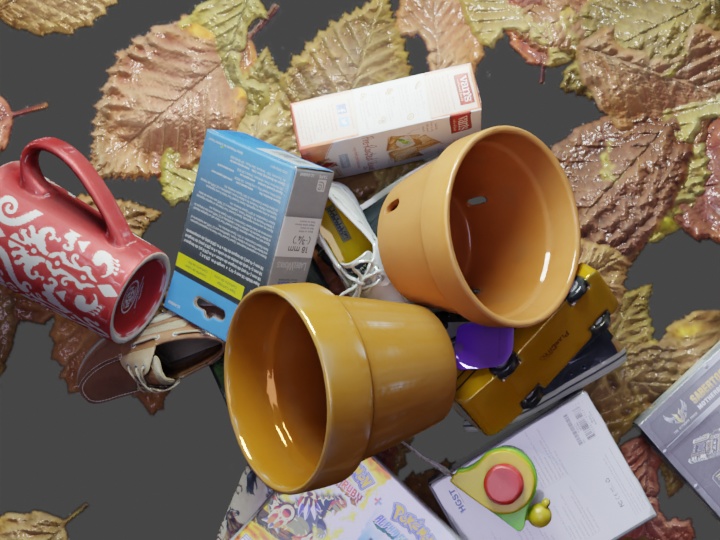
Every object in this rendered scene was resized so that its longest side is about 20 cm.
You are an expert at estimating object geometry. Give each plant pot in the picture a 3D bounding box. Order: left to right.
[{"bbox_3d":[-0.011,0.107,1.505,0.181,0.199,0.203,-7,87,-34],"label":"plant pot"},{"bbox_3d":[0.110,-0.037,1.551,0.198,0.139,0.203,7,79,-41],"label":"plant pot"}]

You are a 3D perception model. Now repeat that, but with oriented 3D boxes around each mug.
[{"bbox_3d":[-0.314,-0.026,1.599,0.199,0.178,0.134,29,59,17],"label":"mug"}]

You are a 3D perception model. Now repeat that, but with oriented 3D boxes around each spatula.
[{"bbox_3d":[0.074,0.095,1.590,0.198,0.020,0.057,-20,52,34],"label":"spatula"}]

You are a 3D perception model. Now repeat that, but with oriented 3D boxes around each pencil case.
[{"bbox_3d":[-0.091,0.241,1.649,0.077,0.089,0.202,21,87,46],"label":"pencil case"}]

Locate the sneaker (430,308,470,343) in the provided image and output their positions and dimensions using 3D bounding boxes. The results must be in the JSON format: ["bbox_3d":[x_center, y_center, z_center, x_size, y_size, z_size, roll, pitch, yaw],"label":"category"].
[{"bbox_3d":[0.091,0.068,1.654,0.198,0.066,0.092,-18,90,4],"label":"sneaker"}]

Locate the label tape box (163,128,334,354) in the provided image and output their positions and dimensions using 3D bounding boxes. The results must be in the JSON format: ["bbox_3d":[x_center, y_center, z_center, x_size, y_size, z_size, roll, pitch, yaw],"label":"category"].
[{"bbox_3d":[-0.120,-0.032,1.594,0.143,0.063,0.202,26,106,39],"label":"label tape box"}]

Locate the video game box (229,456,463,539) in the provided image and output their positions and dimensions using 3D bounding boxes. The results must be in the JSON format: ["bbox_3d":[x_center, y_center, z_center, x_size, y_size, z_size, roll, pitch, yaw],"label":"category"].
[{"bbox_3d":[-0.013,0.293,1.583,0.200,0.047,0.182,42,86,2],"label":"video game box"}]

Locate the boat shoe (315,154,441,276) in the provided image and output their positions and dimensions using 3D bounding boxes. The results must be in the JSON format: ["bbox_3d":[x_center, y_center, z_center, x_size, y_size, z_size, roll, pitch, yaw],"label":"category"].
[{"bbox_3d":[0.039,-0.061,1.657,0.198,0.075,0.067,-32,89,1],"label":"boat shoe"}]

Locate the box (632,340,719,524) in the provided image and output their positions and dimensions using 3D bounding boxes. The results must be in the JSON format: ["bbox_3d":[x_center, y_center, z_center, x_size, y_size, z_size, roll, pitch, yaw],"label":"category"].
[{"bbox_3d":[0.422,0.160,1.646,0.200,0.048,0.159,-43,86,0],"label":"box"}]

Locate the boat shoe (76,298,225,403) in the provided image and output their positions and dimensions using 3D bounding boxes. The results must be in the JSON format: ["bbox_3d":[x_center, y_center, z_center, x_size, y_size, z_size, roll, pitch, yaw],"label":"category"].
[{"bbox_3d":[-0.226,0.095,1.642,0.199,0.072,0.076,-29,125,16],"label":"boat shoe"}]

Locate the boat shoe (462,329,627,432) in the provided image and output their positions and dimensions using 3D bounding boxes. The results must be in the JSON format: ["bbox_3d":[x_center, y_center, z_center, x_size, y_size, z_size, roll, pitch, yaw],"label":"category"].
[{"bbox_3d":[0.195,0.117,1.646,0.198,0.075,0.063,-28,88,-5],"label":"boat shoe"}]

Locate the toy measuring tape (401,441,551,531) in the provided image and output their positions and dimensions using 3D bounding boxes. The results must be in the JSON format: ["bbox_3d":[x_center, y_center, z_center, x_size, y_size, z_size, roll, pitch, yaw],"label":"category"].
[{"bbox_3d":[0.120,0.197,1.574,0.199,0.074,0.074,35,90,8],"label":"toy measuring tape"}]

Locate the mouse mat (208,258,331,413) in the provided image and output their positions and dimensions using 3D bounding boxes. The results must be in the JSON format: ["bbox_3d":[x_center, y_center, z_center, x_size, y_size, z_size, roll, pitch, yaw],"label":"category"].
[{"bbox_3d":[-0.085,0.092,1.647,0.160,0.008,0.201,-30,62,1],"label":"mouse mat"}]

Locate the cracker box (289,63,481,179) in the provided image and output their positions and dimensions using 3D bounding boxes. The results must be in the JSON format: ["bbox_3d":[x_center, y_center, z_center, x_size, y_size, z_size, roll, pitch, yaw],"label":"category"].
[{"bbox_3d":[0.031,-0.156,1.627,0.197,0.134,0.058,-13,77,2],"label":"cracker box"}]

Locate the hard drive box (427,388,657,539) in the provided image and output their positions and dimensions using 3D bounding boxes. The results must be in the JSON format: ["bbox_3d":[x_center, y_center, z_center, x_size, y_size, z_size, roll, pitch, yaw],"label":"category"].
[{"bbox_3d":[0.195,0.245,1.638,0.199,0.077,0.157,-30,87,0],"label":"hard drive box"}]

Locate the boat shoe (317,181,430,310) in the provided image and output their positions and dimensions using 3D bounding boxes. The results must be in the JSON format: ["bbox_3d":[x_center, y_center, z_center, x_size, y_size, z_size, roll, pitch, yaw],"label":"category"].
[{"bbox_3d":[0.003,-0.003,1.591,0.074,0.086,0.203,-30,90,16],"label":"boat shoe"}]

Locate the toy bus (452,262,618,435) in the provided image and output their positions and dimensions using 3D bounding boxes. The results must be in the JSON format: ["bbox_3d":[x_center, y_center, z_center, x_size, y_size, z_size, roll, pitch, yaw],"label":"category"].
[{"bbox_3d":[0.177,0.078,1.584,0.200,0.078,0.065,-47,123,-7],"label":"toy bus"}]
